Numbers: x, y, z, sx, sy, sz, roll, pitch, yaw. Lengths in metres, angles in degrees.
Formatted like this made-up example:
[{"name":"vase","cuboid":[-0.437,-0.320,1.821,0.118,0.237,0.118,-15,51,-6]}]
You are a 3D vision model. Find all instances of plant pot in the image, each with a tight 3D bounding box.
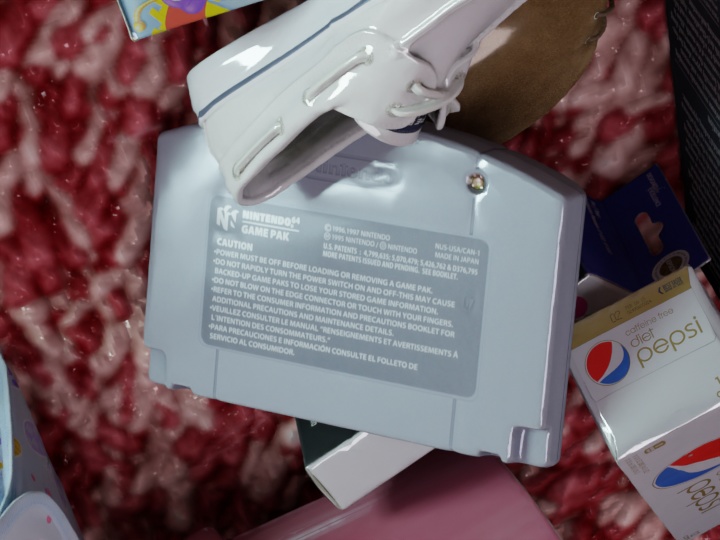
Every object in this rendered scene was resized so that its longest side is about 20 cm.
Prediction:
[{"name":"plant pot","cuboid":[0.014,0.179,1.103,0.178,0.200,0.201,-35,120,-7]}]

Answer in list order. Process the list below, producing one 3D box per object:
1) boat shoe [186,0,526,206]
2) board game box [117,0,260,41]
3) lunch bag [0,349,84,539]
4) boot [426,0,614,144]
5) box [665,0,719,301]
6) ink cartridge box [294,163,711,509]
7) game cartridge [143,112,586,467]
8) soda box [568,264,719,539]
[{"name":"boat shoe","cuboid":[0.014,-0.082,0.927,0.073,0.066,0.199,-8,167,-44]},{"name":"board game box","cuboid":[-0.014,-0.183,0.931,0.198,0.105,0.104,-17,122,1]},{"name":"lunch bag","cuboid":[-0.170,0.160,1.042,0.126,0.200,0.171,-17,120,1]},{"name":"boot","cuboid":[0.085,-0.129,1.006,0.075,0.074,0.200,31,119,-34]},{"name":"box","cuboid":[0.219,-0.081,1.027,0.147,0.107,0.201,-13,121,-3]},{"name":"ink cartridge box","cuboid":[0.057,0.020,1.063,0.199,0.095,0.037,-33,119,9]},{"name":"game cartridge","cuboid":[0.000,0.000,1.004,0.199,0.040,0.135,11,105,27]},{"name":"soda box","cuboid":[0.145,0.064,1.059,0.068,0.064,0.200,-28,159,6]}]
